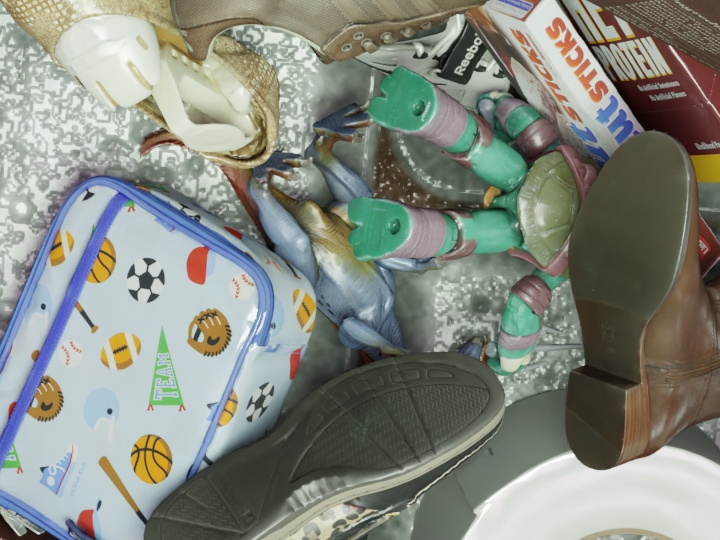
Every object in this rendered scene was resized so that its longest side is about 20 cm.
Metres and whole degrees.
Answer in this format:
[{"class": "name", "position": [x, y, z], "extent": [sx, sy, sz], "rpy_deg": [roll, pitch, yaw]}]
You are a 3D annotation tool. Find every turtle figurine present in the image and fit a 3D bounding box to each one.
[{"class": "turtle figurine", "position": [0.083, -0.031, 1.540], "extent": [0.200, 0.100, 0.150], "rpy_deg": [19, 62, -44]}]

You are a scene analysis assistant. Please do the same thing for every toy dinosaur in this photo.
[{"class": "toy dinosaur", "position": [0.000, 0.000, 1.617], "extent": [0.105, 0.200, 0.182], "rpy_deg": [-40, 130, -32]}]

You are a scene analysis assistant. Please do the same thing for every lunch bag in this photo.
[{"class": "lunch bag", "position": [-0.125, 0.058, 1.571], "extent": [0.160, 0.076, 0.200], "rpy_deg": [31, 101, 23]}]

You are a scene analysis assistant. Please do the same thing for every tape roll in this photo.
[{"class": "tape roll", "position": [0.132, 0.175, 1.610], "extent": [0.202, 0.139, 0.204], "rpy_deg": [-1, 100, -4]}]

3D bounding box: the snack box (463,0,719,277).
[{"class": "snack box", "position": [0.121, -0.077, 1.561], "extent": [0.024, 0.072, 0.200], "rpy_deg": [-46, 125, -12]}]

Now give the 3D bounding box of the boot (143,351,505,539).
[{"class": "boot", "position": [-0.004, 0.135, 1.545], "extent": [0.200, 0.073, 0.151], "rpy_deg": [-32, 142, -7]}]

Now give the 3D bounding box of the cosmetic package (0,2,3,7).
[{"class": "cosmetic package", "position": [-0.134, -0.245, 1.474], "extent": [0.199, 0.165, 0.166], "rpy_deg": [-9, 74, -2]}]

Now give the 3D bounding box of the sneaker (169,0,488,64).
[{"class": "sneaker", "position": [0.002, -0.141, 1.450], "extent": [0.199, 0.070, 0.076], "rpy_deg": [0, 115, -15]}]

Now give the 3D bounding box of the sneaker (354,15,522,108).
[{"class": "sneaker", "position": [0.041, -0.128, 1.576], "extent": [0.199, 0.089, 0.074], "rpy_deg": [14, 97, -9]}]

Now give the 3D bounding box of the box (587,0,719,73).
[{"class": "box", "position": [0.231, -0.169, 1.374], "extent": [0.164, 0.200, 0.166], "rpy_deg": [27, 85, -16]}]

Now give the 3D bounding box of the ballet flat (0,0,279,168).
[{"class": "ballet flat", "position": [-0.104, -0.105, 1.495], "extent": [0.070, 0.065, 0.200], "rpy_deg": [-34, 144, 26]}]

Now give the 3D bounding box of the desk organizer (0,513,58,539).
[{"class": "desk organizer", "position": [-0.247, 0.144, 1.601], "extent": [0.200, 0.077, 0.072], "rpy_deg": [27, 96, -9]}]

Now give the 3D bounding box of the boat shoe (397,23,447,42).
[{"class": "boat shoe", "position": [0.011, -0.212, 1.517], "extent": [0.056, 0.069, 0.201], "rpy_deg": [-1, 81, -7]}]

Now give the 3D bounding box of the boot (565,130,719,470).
[{"class": "boot", "position": [0.189, 0.000, 1.522], "extent": [0.200, 0.064, 0.187], "rpy_deg": [-16, 126, -45]}]

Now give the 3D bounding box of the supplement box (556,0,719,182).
[{"class": "supplement box", "position": [0.197, -0.183, 1.536], "extent": [0.197, 0.133, 0.200], "rpy_deg": [-39, 101, -11]}]
